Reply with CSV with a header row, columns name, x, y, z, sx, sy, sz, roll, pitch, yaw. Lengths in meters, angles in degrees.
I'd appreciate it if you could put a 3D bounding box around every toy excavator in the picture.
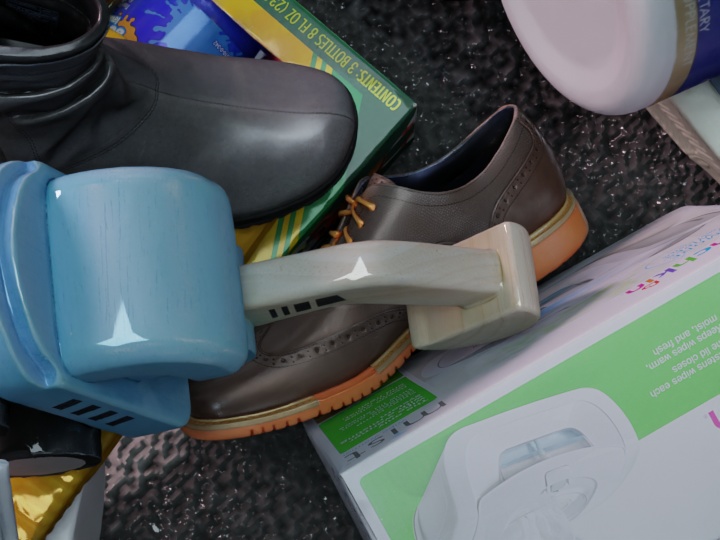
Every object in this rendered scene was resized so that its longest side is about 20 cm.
name,x,y,z,sx,sy,sz,roll,pitch,yaw
toy excavator,-0.053,0.010,0.732,0.200,0.194,0.100,-12,73,20

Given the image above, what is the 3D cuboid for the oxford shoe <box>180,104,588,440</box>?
name,x,y,z,sx,sy,sz,roll,pitch,yaw
oxford shoe,0.000,0.000,0.860,0.200,0.071,0.073,-33,115,-17

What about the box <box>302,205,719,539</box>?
name,x,y,z,sx,sy,sz,roll,pitch,yaw
box,0.090,0.062,0.807,0.200,0.176,0.097,-29,94,-3

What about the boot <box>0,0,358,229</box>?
name,x,y,z,sx,sy,sz,roll,pitch,yaw
boot,-0.094,-0.066,0.742,0.200,0.132,0.070,-2,72,-7

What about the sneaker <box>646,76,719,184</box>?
name,x,y,z,sx,sy,sz,roll,pitch,yaw
sneaker,0.199,-0.048,0.880,0.084,0.075,0.200,-35,84,-2

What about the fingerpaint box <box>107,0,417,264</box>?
name,x,y,z,sx,sy,sz,roll,pitch,yaw
fingerpaint box,-0.103,-0.068,0.882,0.200,0.073,0.167,41,83,6

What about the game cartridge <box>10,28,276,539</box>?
name,x,y,z,sx,sy,sz,roll,pitch,yaw
game cartridge,-0.147,-0.011,0.803,0.176,0.032,0.200,33,70,4

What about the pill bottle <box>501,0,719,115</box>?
name,x,y,z,sx,sy,sz,roll,pitch,yaw
pill bottle,0.161,-0.149,0.824,0.200,0.116,0.116,-25,82,-20

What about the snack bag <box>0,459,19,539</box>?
name,x,y,z,sx,sy,sz,roll,pitch,yaw
snack bag,-0.220,0.114,0.748,0.200,0.189,0.021,5,51,2

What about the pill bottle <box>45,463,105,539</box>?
name,x,y,z,sx,sy,sz,roll,pitch,yaw
pill bottle,-0.211,0.101,0.838,0.200,0.112,0.113,8,82,1
